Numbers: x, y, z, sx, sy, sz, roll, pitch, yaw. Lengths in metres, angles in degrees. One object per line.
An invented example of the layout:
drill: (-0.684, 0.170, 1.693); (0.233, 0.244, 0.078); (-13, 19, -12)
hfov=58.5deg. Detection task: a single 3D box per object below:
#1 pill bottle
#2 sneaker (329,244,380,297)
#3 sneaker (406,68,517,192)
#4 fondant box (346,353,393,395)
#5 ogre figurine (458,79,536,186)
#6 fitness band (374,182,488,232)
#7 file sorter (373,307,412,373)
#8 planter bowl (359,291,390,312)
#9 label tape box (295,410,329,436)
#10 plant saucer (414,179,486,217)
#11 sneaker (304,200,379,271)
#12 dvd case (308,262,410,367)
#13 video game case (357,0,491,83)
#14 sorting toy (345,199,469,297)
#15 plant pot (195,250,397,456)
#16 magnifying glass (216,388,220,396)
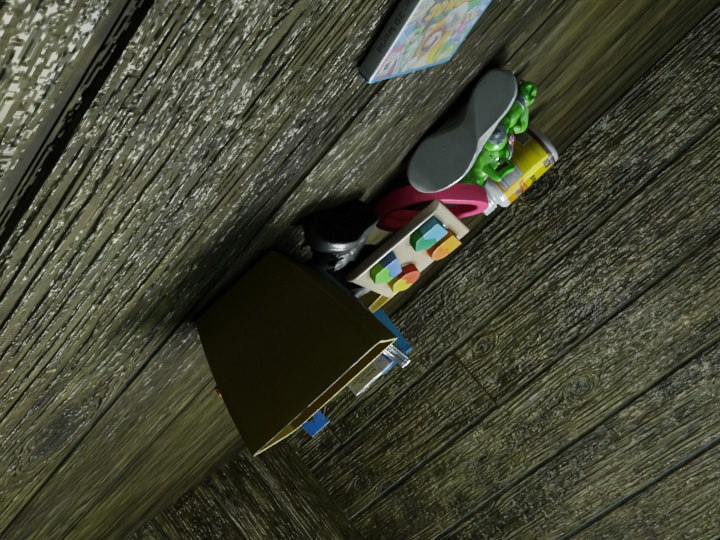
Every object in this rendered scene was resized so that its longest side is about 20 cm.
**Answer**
pill bottle: (0.327, -0.218, 1.416); (0.200, 0.109, 0.109); (-43, 171, 8)
sneaker: (0.000, 0.000, 1.162); (0.114, 0.076, 0.199); (-36, 173, -44)
sneaker: (0.146, -0.191, 0.897); (0.200, 0.075, 0.089); (-47, -178, 25)
fondant box: (-0.040, 0.094, 1.013); (0.058, 0.200, 0.144); (-41, 172, 6)
ogre figurine: (0.215, -0.203, 1.042); (0.120, 0.098, 0.200); (-49, -171, -36)
fitness band: (0.113, -0.102, 1.040); (0.198, 0.038, 0.143); (-3, 164, -31)
file sorter: (-0.009, 0.155, 1.471); (0.123, 0.201, 0.138); (-44, 172, 34)
planter bowl: (0.046, 0.013, 1.389); (0.200, 0.084, 0.201); (-41, 171, -8)
label tape box: (-0.107, 0.152, 1.002); (0.066, 0.200, 0.143); (-43, 171, 4)
plant saucer: (0.147, -0.121, 1.212); (0.201, 0.039, 0.201); (-40, -168, 10)
sneaker: (-0.034, -0.035, 0.874); (0.104, 0.060, 0.200); (-52, 171, 29)
dvd case: (0.000, 0.074, 1.038); (0.022, 0.146, 0.200); (-42, 146, 2)
video game case: (0.090, -0.244, 0.525); (0.143, 0.018, 0.200); (-32, 167, -46)
sorting toy: (0.085, -0.024, 1.039); (0.185, 0.037, 0.200); (-41, 159, 13)
plant pot: (-0.091, 0.089, 0.834); (0.200, 0.177, 0.200); (-42, 170, 4)
magnifying glass: (-0.209, 0.178, 1.287); (0.200, 0.022, 0.080); (-41, 172, 0)
